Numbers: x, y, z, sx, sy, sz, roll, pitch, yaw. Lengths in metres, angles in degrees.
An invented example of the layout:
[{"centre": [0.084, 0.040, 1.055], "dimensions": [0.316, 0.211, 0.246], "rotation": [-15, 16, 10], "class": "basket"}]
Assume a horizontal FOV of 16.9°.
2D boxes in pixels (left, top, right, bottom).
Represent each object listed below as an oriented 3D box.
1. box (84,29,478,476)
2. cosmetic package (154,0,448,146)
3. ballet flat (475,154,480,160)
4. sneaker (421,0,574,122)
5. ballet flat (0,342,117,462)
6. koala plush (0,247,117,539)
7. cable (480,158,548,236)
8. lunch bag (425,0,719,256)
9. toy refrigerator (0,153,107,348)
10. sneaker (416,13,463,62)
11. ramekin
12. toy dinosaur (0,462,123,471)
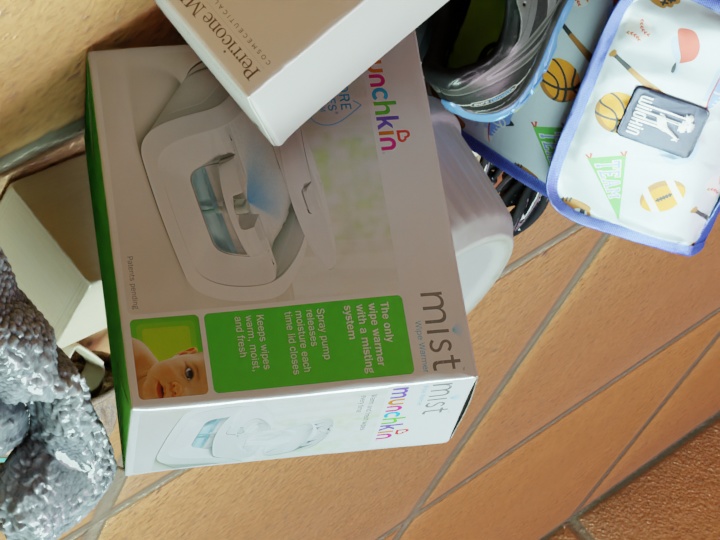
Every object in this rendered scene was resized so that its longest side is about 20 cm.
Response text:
[{"centre": [-0.045, -0.010, 1.246], "dimensions": [0.175, 0.201, 0.097], "rotation": [-4, 156, -9], "class": "box"}, {"centre": [-0.004, -0.170, 1.187], "dimensions": [0.200, 0.108, 0.085], "rotation": [-41, 165, -4], "class": "cosmetic package"}, {"centre": [0.053, -0.105, 1.586], "dimensions": [0.071, 0.071, 0.200], "rotation": [-39, 165, -6], "class": "ballet flat"}, {"centre": [0.088, -0.180, 1.338], "dimensions": [0.083, 0.071, 0.200], "rotation": [17, 94, -59], "class": "sneaker"}, {"centre": [-0.201, 0.073, 1.501], "dimensions": [0.067, 0.068, 0.200], "rotation": [-63, 166, 8], "class": "ballet flat"}, {"centre": [-0.250, 0.070, 1.176], "dimensions": [0.200, 0.177, 0.184], "rotation": [-36, 153, -16], "class": "koala plush"}, {"centre": [0.106, -0.066, 1.855], "dimensions": [0.200, 0.051, 0.163], "rotation": [-41, 165, 3], "class": "cable"}, {"centre": [0.149, -0.125, 1.437], "dimensions": [0.124, 0.200, 0.171], "rotation": [-24, 142, -50], "class": "lunch bag"}, {"centre": [-0.113, -0.031, 1.372], "dimensions": [0.200, 0.076, 0.070], "rotation": [-27, 160, -43], "class": "toy refrigerator"}, {"centre": [0.008, -0.148, 1.343], "dimensions": [0.200, 0.072, 0.083], "rotation": [-28, 159, -40], "class": "sneaker"}, {"centre": [0.000, 0.000, 1.408], "dimensions": [0.202, 0.094, 0.202], "rotation": [-37, 165, -12], "class": "ramekin"}, {"centre": [-0.236, 0.130, 1.538], "dimensions": [0.106, 0.061, 0.200], "rotation": [-32, -170, -23], "class": "toy dinosaur"}]
